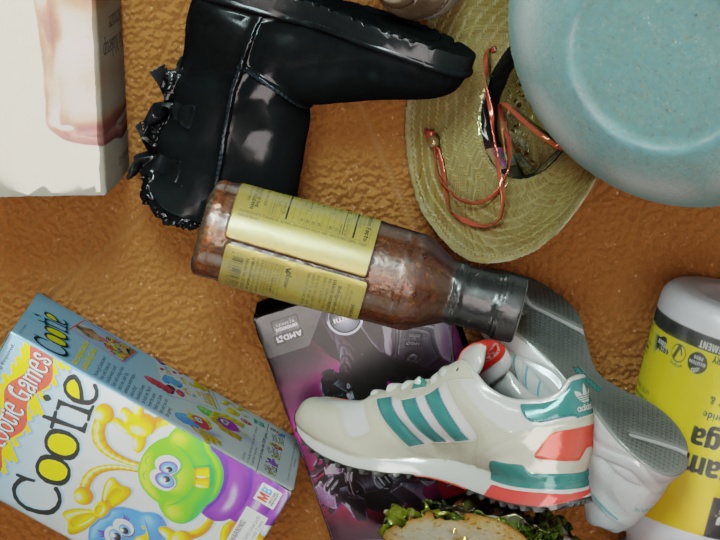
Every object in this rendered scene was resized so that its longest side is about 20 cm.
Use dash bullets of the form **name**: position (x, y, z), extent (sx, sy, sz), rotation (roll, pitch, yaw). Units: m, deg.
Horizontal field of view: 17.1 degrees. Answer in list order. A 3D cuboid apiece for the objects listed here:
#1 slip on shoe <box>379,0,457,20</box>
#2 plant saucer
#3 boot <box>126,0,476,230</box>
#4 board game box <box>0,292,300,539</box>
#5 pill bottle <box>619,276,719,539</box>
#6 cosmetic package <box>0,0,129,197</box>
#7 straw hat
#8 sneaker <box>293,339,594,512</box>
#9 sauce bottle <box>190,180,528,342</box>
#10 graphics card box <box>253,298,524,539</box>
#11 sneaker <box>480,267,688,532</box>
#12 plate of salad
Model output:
- **slip on shoe**: position (0.042, -0.251, 1.440), extent (0.076, 0.061, 0.200), rotation (17, 100, 21)
- **plant saucer**: position (0.168, -0.121, 1.308), extent (0.201, 0.039, 0.201), rotation (11, 118, 22)
- **boot**: position (-0.041, -0.090, 1.481), extent (0.198, 0.073, 0.163), rotation (17, 103, 9)
- **board game box**: position (-0.150, 0.116, 1.522), extent (0.200, 0.105, 0.103), rotation (30, 102, -5)
- **pill bottle**: position (0.221, 0.113, 1.507), extent (0.112, 0.112, 0.200), rotation (12, 103, -1)
- **cosmetic package**: position (-0.193, -0.151, 1.463), extent (0.087, 0.103, 0.200), rotation (0, 104, 3)
- **straw hat**: position (0.118, -0.101, 1.470), extent (0.085, 0.201, 0.201), rotation (2, 107, -38)
- **sneaker**: position (0.054, 0.083, 1.453), extent (0.200, 0.070, 0.094), rotation (12, 99, 30)
- **sauce bottle**: position (0.000, 0.000, 1.444), extent (0.200, 0.066, 0.066), rotation (17, 103, -1)
- **graphics card box**: position (0.021, 0.097, 1.541), extent (0.125, 0.051, 0.200), rotation (-17, 101, 5)
- **sneaker**: position (0.117, 0.079, 1.487), extent (0.070, 0.200, 0.080), rotation (-6, 136, -39)
- **plate of salad**: position (0.071, 0.160, 1.433), extent (0.200, 0.200, 0.048), rotation (1, 87, 1)
